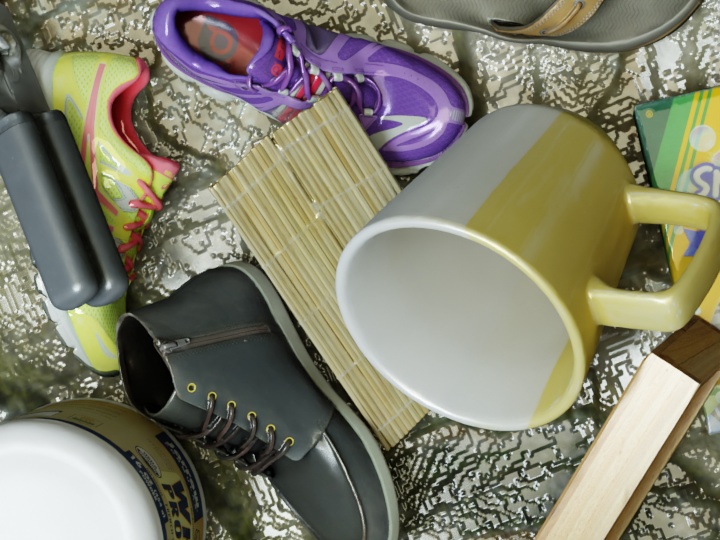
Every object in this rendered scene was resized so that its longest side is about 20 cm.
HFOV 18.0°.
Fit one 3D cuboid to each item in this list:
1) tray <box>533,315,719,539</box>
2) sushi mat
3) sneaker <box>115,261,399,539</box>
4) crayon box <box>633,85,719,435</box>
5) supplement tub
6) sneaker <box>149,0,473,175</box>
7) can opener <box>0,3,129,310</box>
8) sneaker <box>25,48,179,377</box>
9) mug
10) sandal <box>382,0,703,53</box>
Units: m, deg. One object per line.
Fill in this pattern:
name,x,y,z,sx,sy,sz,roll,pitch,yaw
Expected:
tray,0.140,0.124,1.283,0.037,0.099,0.201,33,111,13
sushi mat,0.000,0.000,1.320,0.095,0.012,0.200,-36,110,-9
sneaker,-0.064,0.098,1.319,0.075,0.106,0.201,-41,79,41
crayon box,0.241,-0.012,1.319,0.125,0.052,0.201,-13,91,7
supplement tub,-0.166,0.148,1.293,0.143,0.200,0.145,0,92,6
sneaker,-0.033,-0.110,1.330,0.199,0.083,0.081,18,94,4
can opener,-0.199,-0.065,1.306,0.067,0.053,0.201,-30,77,33
sneaker,-0.150,-0.038,1.348,0.090,0.078,0.201,-8,91,4
mug,0.101,-0.006,1.276,0.186,0.153,0.150,28,139,9
sandal,0.106,-0.173,1.326,0.199,0.055,0.082,7,93,6
